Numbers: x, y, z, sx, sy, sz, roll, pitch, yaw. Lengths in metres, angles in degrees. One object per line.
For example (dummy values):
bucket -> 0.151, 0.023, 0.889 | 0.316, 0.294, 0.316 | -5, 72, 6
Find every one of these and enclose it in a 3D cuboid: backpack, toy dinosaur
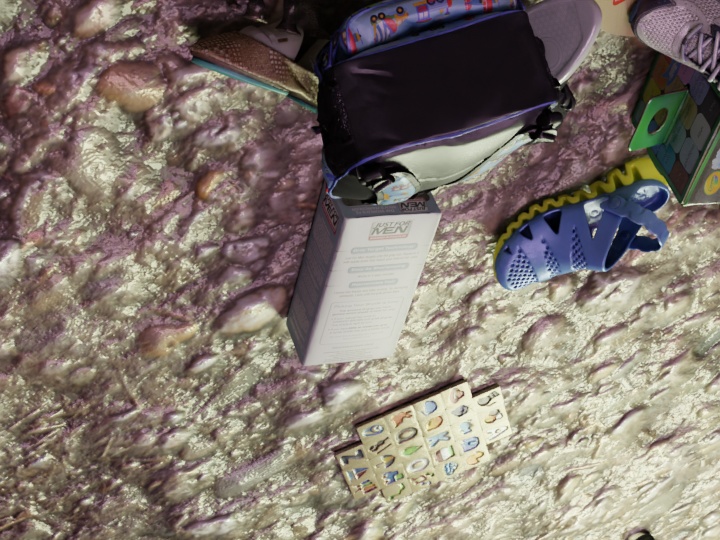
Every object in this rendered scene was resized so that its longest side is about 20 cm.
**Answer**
backpack -> 0.046, -0.129, 1.308 | 0.181, 0.136, 0.200 | -17, 175, -12
toy dinosaur -> -0.056, -0.240, 1.290 | 0.199, 0.077, 0.103 | 16, 93, -24

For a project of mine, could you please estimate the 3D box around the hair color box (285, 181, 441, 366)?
hair color box -> 0.000, 0.000, 1.583 | 0.098, 0.061, 0.201 | -5, 137, -22

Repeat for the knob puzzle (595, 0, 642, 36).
knob puzzle -> 0.257, -0.280, 1.413 | 0.219, 0.030, 0.220 | -29, 149, -20

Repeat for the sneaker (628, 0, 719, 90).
sneaker -> 0.326, -0.187, 1.424 | 0.198, 0.086, 0.077 | 16, 132, -7

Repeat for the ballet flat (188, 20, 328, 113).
ballet flat -> -0.054, -0.171, 1.379 | 0.199, 0.070, 0.066 | 19, 99, -43

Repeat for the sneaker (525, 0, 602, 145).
sneaker -> 0.160, -0.173, 1.446 | 0.099, 0.071, 0.200 | -15, 156, -43

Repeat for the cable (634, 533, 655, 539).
cable -> 0.371, 0.433, 2.251 | 0.096, 0.051, 0.201 | 0, 136, -28

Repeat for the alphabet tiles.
alphabet tiles -> 0.073, 0.195, 1.877 | 0.199, 0.006, 0.167 | -23, 140, -1

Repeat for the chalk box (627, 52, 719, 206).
chalk box -> 0.337, -0.146, 1.539 | 0.198, 0.124, 0.125 | -3, 137, -22

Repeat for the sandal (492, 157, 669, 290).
sandal -> 0.223, -0.033, 1.637 | 0.199, 0.087, 0.080 | -29, 142, 9
